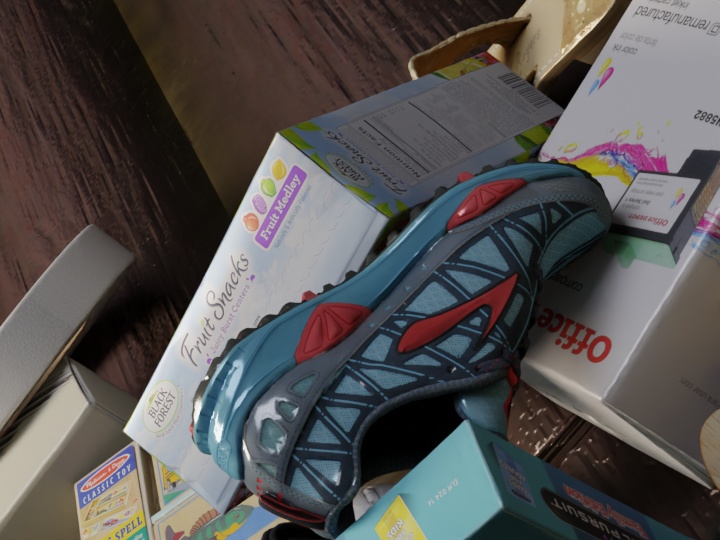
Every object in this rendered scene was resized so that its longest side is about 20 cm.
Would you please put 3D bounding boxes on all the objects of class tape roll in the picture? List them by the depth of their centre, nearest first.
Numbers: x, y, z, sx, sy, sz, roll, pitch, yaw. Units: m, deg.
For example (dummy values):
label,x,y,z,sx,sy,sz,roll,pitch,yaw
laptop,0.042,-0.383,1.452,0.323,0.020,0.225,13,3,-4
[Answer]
label,x,y,z,sx,sy,sz,roll,pitch,yaw
tape roll,-0.208,0.062,1.337,0.203,0.037,0.203,-52,3,4

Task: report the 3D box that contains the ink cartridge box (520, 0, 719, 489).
label,x,y,z,sx,sy,sz,roll,pitch,yaw
ink cartridge box,0.143,-0.026,0.956,0.200,0.084,0.145,-58,30,-3

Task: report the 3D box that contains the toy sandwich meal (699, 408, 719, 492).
label,x,y,z,sx,sy,sz,roll,pitch,yaw
toy sandwich meal,0.212,0.031,0.817,0.205,0.070,0.205,-35,36,31

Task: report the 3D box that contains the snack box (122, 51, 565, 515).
label,x,y,z,sx,sy,sz,roll,pitch,yaw
snack box,0.000,0.000,1.003,0.200,0.068,0.169,-29,-27,-59

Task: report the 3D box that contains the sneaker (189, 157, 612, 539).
label,x,y,z,sx,sy,sz,roll,pitch,yaw
sneaker,0.035,0.037,0.879,0.200,0.079,0.096,-36,62,-19

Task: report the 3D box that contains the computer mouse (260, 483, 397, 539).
label,x,y,z,sx,sy,sz,roll,pitch,yaw
computer mouse,0.007,0.114,0.955,0.200,0.109,0.044,123,132,-80

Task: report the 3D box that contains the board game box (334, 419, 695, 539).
label,x,y,z,sx,sy,sz,roll,pitch,yaw
board game box,0.028,0.161,0.872,0.200,0.151,0.047,-44,41,21

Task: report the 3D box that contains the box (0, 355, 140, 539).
label,x,y,z,sx,sy,sz,roll,pitch,yaw
box,-0.190,0.155,1.264,0.200,0.082,0.068,-51,30,5

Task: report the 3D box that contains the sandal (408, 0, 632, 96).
label,x,y,z,sx,sy,sz,roll,pitch,yaw
sandal,0.059,-0.101,1.107,0.212,0.070,0.078,-49,39,43

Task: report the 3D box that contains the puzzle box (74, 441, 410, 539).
label,x,y,z,sx,sy,sz,roll,pitch,yaw
puzzle box,-0.062,0.106,1.149,0.200,0.025,0.133,-37,35,14
